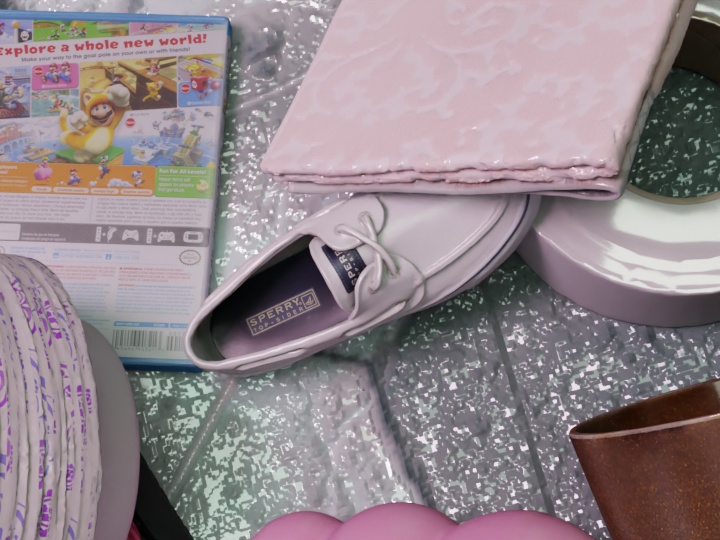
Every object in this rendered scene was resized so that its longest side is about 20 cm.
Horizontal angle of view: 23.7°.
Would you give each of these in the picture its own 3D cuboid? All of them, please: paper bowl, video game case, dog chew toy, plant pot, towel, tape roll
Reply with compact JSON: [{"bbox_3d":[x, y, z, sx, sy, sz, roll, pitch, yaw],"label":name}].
[{"bbox_3d":[-0.179,0.091,0.820,0.104,0.200,0.201,5,70,-36],"label":"paper bowl"},{"bbox_3d":[-0.149,-0.046,0.937,0.143,0.018,0.201,2,74,4],"label":"video game case"},{"bbox_3d":[0.028,0.167,0.816,0.199,0.125,0.125,9,74,22],"label":"dog chew toy"},{"bbox_3d":[0.213,0.148,0.793,0.186,0.187,0.201,-15,88,-1],"label":"plant pot"},{"bbox_3d":[0.068,-0.114,0.850,0.200,0.032,0.191,2,54,34],"label":"towel"},{"bbox_3d":[0.162,-0.074,0.901,0.202,0.071,0.203,-1,75,3],"label":"tape roll"}]

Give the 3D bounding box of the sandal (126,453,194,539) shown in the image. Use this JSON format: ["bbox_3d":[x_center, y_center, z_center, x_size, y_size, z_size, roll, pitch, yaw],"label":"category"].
[{"bbox_3d":[-0.112,0.145,0.850,0.045,0.075,0.200,-19,64,-32],"label":"sandal"}]

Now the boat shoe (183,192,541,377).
[{"bbox_3d":[0.000,0.000,0.856,0.200,0.065,0.074,-35,84,18],"label":"boat shoe"}]
